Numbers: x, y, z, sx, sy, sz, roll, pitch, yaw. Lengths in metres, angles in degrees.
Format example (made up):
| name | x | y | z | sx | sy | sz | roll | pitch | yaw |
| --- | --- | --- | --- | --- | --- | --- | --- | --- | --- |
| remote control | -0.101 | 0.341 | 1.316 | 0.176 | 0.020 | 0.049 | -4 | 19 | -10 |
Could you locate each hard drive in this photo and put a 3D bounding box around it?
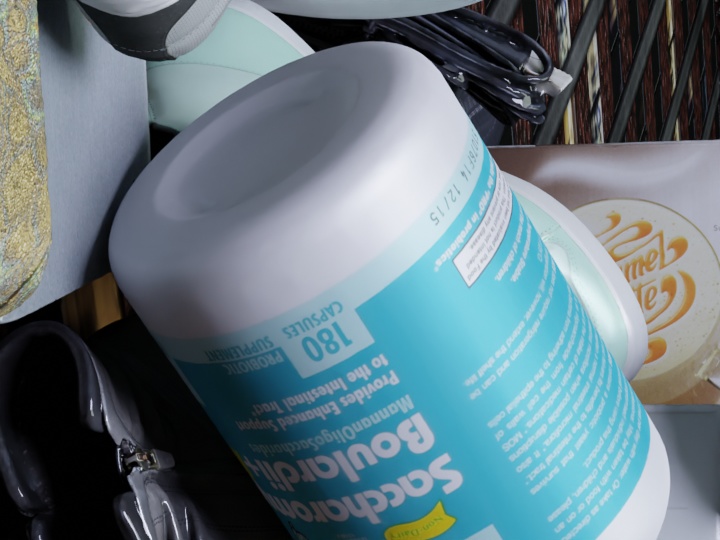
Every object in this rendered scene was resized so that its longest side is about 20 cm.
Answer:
| name | x | y | z | sx | sy | sz | roll | pitch | yaw |
| --- | --- | --- | --- | --- | --- | --- | --- | --- | --- |
| hard drive | -0.095 | -0.095 | 0.767 | 0.140 | 0.033 | 0.201 | -35 | 124 | -74 |

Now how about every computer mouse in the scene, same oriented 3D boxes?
| name | x | y | z | sx | sy | sz | roll | pitch | yaw |
| --- | --- | --- | --- | --- | --- | --- | --- | --- | --- |
| computer mouse | 0.023 | -0.090 | 1.100 | 0.053 | 0.138 | 0.200 | -63 | 172 | -7 |

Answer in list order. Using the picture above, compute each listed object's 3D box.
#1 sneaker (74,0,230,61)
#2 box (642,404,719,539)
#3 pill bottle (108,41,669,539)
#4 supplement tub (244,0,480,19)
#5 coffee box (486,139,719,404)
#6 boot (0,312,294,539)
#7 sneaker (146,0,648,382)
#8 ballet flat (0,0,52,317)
| name | x | y | z | sx | sy | sz | roll | pitch | yaw |
| --- | --- | --- | --- | --- | --- | --- | --- | --- | --- |
| sneaker | -0.050 | -0.151 | 0.761 | 0.079 | 0.074 | 0.201 | 82 | 18 | -68 |
| box | 0.049 | 0.125 | 1.013 | 0.199 | 0.199 | 0.131 | 37 | 54 | -72 |
| pill bottle | 0.020 | 0.040 | 0.812 | 0.200 | 0.110 | 0.111 | 57 | 27 | -24 |
| supplement tub | -0.004 | -0.199 | 0.925 | 0.145 | 0.145 | 0.201 | 46 | 45 | -71 |
| coffee box | 0.065 | 0.010 | 1.087 | 0.080 | 0.199 | 0.115 | 20 | 70 | -77 |
| boot | -0.048 | 0.106 | 0.823 | 0.201 | 0.070 | 0.132 | 60 | 15 | 2 |
| sneaker | -0.001 | 0.000 | 0.903 | 0.074 | 0.200 | 0.118 | -53 | -176 | 31 |
| ballet flat | -0.110 | -0.081 | 0.646 | 0.071 | 0.070 | 0.201 | -40 | 128 | -73 |
